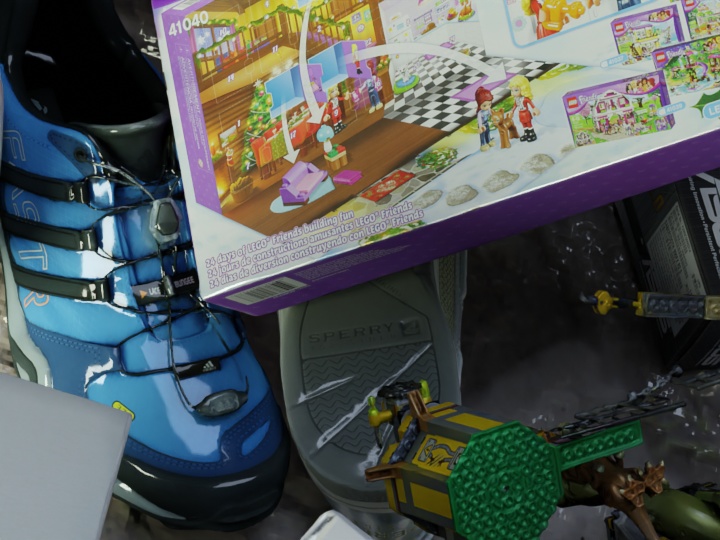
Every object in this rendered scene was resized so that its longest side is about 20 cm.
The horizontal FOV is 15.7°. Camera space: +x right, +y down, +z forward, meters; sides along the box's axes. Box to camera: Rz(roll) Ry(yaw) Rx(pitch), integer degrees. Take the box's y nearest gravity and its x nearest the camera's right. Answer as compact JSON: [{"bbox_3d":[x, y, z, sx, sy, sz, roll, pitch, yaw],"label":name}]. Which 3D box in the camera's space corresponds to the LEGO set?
[{"bbox_3d":[0.076,0.080,0.805,0.200,0.116,0.154,-25,106,-24],"label":"LEGO set"}]

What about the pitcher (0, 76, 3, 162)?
[{"bbox_3d":[-0.211,-0.057,0.812,0.200,0.121,0.172,8,49,0],"label":"pitcher"}]

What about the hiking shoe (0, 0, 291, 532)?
[{"bbox_3d":[-0.080,-0.009,0.837,0.074,0.087,0.200,-20,67,-28],"label":"hiking shoe"}]

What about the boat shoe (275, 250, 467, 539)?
[{"bbox_3d":[0.002,0.000,0.881,0.074,0.065,0.202,-7,54,-1],"label":"boat shoe"}]

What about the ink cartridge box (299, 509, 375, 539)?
[{"bbox_3d":[0.002,0.172,0.682,0.146,0.200,0.086,37,55,6],"label":"ink cartridge box"}]

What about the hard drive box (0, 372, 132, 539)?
[{"bbox_3d":[-0.131,0.135,0.661,0.077,0.200,0.156,18,56,-7],"label":"hard drive box"}]

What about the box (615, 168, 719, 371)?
[{"bbox_3d":[0.166,-0.062,0.977,0.158,0.048,0.200,-2,60,-19],"label":"box"}]

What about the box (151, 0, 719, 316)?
[{"bbox_3d":[0.033,-0.080,0.788,0.039,0.200,0.137,20,56,-61],"label":"box"}]
